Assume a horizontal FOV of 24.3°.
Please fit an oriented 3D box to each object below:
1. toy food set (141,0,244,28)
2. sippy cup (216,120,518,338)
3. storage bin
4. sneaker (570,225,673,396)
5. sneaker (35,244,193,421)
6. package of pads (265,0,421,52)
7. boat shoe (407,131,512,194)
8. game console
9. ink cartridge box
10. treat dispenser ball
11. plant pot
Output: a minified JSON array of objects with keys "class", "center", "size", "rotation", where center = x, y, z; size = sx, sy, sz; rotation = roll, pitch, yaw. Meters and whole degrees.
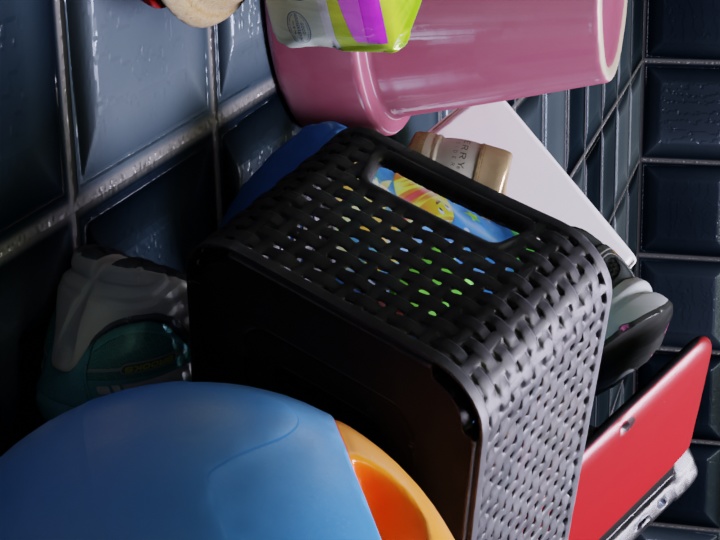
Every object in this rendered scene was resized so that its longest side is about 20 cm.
[{"class":"toy food set","center":[-0.073,-0.205,0.712],"size":[0.200,0.048,0.199],"rotation":[-64,153,-54]},{"class":"sippy cup","center":[0.000,0.000,0.836],"size":[0.130,0.177,0.140],"rotation":[40,46,-21]},{"class":"storage bin","center":[0.011,0.062,0.676],"size":[0.094,0.135,0.201],"rotation":[-41,148,-38]},{"class":"sneaker","center":[0.066,0.052,0.902],"size":[0.087,0.199,0.080],"rotation":[55,-5,27]},{"class":"sneaker","center":[-0.082,0.046,0.725],"size":[0.200,0.077,0.080],"rotation":[33,77,-65]},{"class":"package of pads","center":[0.000,-0.213,0.756],"size":[0.155,0.068,0.201],"rotation":[75,24,-48]},{"class":"boat shoe","center":[0.065,0.015,0.962],"size":[0.074,0.069,0.201],"rotation":[-67,156,-50]},{"class":"game console","center":[0.083,0.120,0.903],"size":[0.200,0.172,0.119],"rotation":[-38,118,-26]},{"class":"ink cartridge box","center":[0.096,-0.025,1.102],"size":[0.146,0.084,0.200],"rotation":[50,-2,5]},{"class":"treat dispenser ball","center":[-0.056,0.138,0.567],"size":[0.201,0.199,0.202],"rotation":[4,90,-75]},{"class":"plant pot","center":[0.058,-0.174,0.954],"size":[0.200,0.178,0.202],"rotation":[5,90,-75]}]
